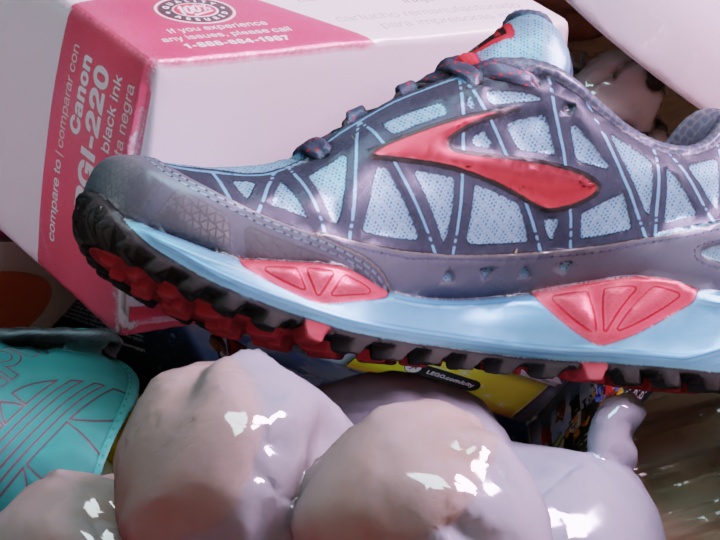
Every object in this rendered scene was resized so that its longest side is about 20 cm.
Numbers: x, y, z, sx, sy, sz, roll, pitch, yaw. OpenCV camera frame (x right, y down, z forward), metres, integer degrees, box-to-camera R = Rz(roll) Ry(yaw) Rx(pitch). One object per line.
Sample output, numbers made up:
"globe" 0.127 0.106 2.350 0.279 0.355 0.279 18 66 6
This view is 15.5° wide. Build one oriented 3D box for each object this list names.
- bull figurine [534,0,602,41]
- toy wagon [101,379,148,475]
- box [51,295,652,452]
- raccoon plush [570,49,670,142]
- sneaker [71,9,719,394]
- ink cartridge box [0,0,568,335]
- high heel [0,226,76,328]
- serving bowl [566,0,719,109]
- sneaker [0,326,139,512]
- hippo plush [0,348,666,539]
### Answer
"bull figurine" 0.026 -0.135 1.078 0.200 0.065 0.121 16 31 21
"toy wagon" 0.003 0.034 0.838 0.200 0.040 0.155 -23 37 -27
"box" 0.000 0.000 0.820 0.200 0.038 0.137 17 37 29
"raccoon plush" 0.023 -0.042 0.949 0.200 0.134 0.097 -23 18 49
"sneaker" 0.022 -0.022 0.693 0.200 0.096 0.079 7 -4 -22
"ink cartridge box" -0.056 -0.067 0.794 0.146 0.085 0.200 -8 28 -34
"high heel" -0.183 -0.001 0.791 0.200 0.067 0.096 -12 43 -8
"serving bowl" 0.120 -0.127 0.949 0.200 0.066 0.200 34 21 -15
"sneaker" -0.120 0.028 0.667 0.121 0.200 0.084 11 65 20
"hippo plush" 0.024 0.074 0.642 0.200 0.159 0.161 20 31 14
